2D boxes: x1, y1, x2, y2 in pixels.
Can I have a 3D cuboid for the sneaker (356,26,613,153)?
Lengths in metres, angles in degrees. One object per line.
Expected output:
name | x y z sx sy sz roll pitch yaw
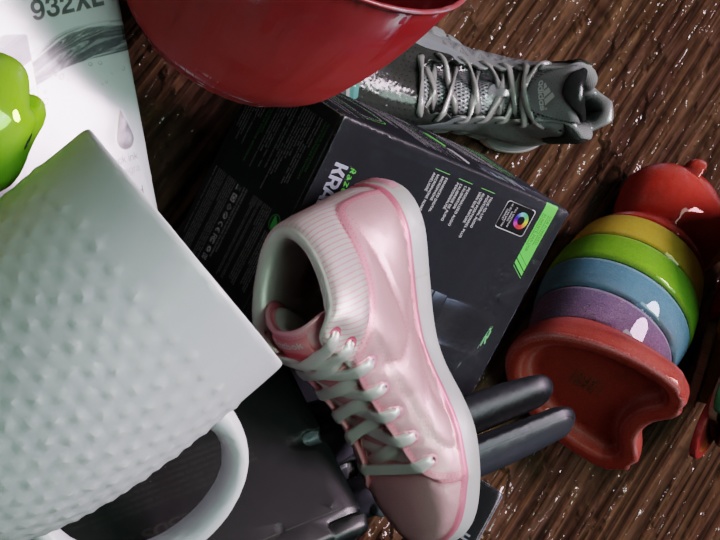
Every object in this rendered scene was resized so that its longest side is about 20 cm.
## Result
sneaker | 0.080 -0.116 1.439 0.199 0.115 0.075 5 88 -42

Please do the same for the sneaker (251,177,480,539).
sneaker | -0.004 0.058 1.224 0.104 0.075 0.201 -18 98 -49

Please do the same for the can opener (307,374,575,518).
can opener | 0.030 0.105 1.319 0.199 0.064 0.079 -12 145 -17

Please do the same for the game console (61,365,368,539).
game console | -0.107 0.160 1.229 0.199 0.116 0.176 -19 73 -30

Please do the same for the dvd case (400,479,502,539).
dvd case | 0.014 0.209 1.352 0.025 0.200 0.151 31 68 -1

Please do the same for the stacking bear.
stacking bear | 0.183 0.010 1.544 0.113 0.122 0.200 31 54 0

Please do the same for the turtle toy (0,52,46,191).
turtle toy | -0.242 -0.041 1.089 0.200 0.146 0.101 -38 118 -3

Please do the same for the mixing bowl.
mixing bowl | -0.053 -0.159 1.233 0.200 0.200 0.109 7 128 -41

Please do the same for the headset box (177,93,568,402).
headset box | 0.000 0.000 1.351 0.200 0.093 0.175 21 101 -41

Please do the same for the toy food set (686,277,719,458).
toy food set | 0.260 0.027 1.565 0.200 0.048 0.199 -53 158 -71

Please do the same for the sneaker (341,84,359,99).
sneaker | -0.068 -0.161 1.348 0.091 0.078 0.201 -28 107 -20

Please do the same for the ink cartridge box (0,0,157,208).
ink cartridge box | -0.197 -0.093 1.214 0.145 0.084 0.201 -18 104 -38

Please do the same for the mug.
mug | -0.135 0.063 1.114 0.175 0.148 0.200 -40 117 -3
